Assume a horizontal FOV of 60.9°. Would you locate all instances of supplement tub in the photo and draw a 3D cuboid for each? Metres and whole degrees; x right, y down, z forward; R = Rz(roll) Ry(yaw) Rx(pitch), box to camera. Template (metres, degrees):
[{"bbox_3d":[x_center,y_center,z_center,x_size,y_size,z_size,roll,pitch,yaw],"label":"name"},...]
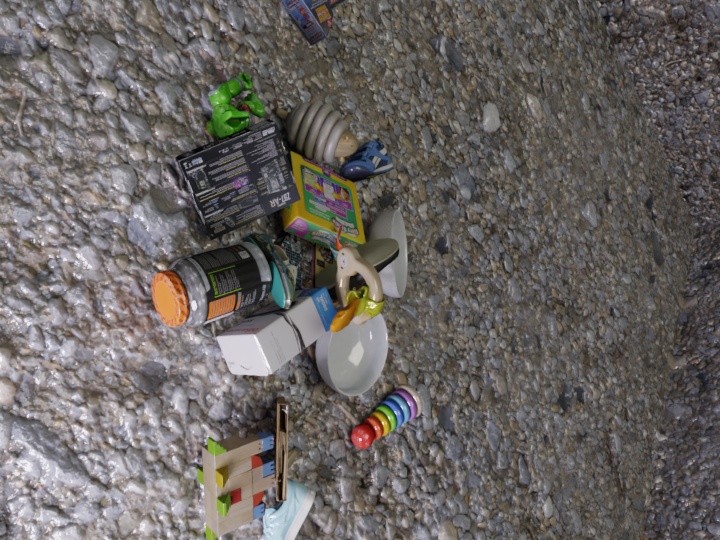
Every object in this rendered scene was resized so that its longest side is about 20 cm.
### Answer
[{"bbox_3d":[-0.271,0.027,1.123,0.197,0.121,0.126,-19,97,-44],"label":"supplement tub"}]

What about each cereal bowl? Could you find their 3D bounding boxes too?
[{"bbox_3d":[-0.030,0.169,1.359,0.197,0.082,0.206,-7,99,-48],"label":"cereal bowl"},{"bbox_3d":[0.056,-0.038,1.447,0.200,0.081,0.206,-3,90,-76],"label":"cereal bowl"}]

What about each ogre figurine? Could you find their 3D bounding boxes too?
[{"bbox_3d":[-0.242,-0.295,1.214,0.119,0.096,0.206,-10,105,-55],"label":"ogre figurine"}]

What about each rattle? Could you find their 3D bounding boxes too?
[{"bbox_3d":[-0.049,0.015,1.209,0.140,0.130,0.204,-20,80,-27],"label":"rattle"}]

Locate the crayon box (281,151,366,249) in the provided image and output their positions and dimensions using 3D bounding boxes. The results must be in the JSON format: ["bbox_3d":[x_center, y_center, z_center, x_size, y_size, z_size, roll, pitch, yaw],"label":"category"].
[{"bbox_3d":[-0.085,-0.142,1.336,0.197,0.058,0.177,21,49,-41],"label":"crayon box"}]

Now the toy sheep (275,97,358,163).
[{"bbox_3d":[-0.095,-0.307,1.340,0.196,0.139,0.140,22,62,5],"label":"toy sheep"}]

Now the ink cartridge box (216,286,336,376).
[{"bbox_3d":[-0.160,0.117,1.204,0.199,0.143,0.086,-34,107,-42],"label":"ink cartridge box"}]

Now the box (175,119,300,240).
[{"bbox_3d":[-0.228,-0.173,1.165,0.197,0.043,0.164,-27,118,-16],"label":"box"}]

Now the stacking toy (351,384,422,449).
[{"bbox_3d":[0.058,0.351,1.438,0.198,0.084,0.087,-29,104,-39],"label":"stacking toy"}]

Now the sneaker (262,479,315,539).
[{"bbox_3d":[-0.169,0.512,1.209,0.081,0.074,0.203,31,64,-4],"label":"sneaker"}]

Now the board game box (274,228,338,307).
[{"bbox_3d":[-0.108,-0.011,1.350,0.200,0.034,0.137,47,54,-30],"label":"board game box"}]

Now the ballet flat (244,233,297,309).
[{"bbox_3d":[-0.161,-0.007,1.203,0.073,0.075,0.201,4,40,-43],"label":"ballet flat"}]

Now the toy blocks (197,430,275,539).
[{"bbox_3d":[-0.219,0.386,1.137,0.134,0.099,0.206,-9,104,-41],"label":"toy blocks"}]

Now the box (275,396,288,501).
[{"bbox_3d":[-0.150,0.330,1.165,0.021,0.200,0.169,1,82,-8],"label":"box"}]

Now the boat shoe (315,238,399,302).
[{"bbox_3d":[-0.001,-0.002,1.324,0.198,0.074,0.064,-31,131,2],"label":"boat shoe"}]

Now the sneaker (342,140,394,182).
[{"bbox_3d":[0.009,-0.263,1.468,0.199,0.072,0.084,-27,101,-59],"label":"sneaker"}]

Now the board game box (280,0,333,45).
[{"bbox_3d":[-0.112,-0.643,1.414,0.200,0.061,0.203,-45,116,-39],"label":"board game box"}]
